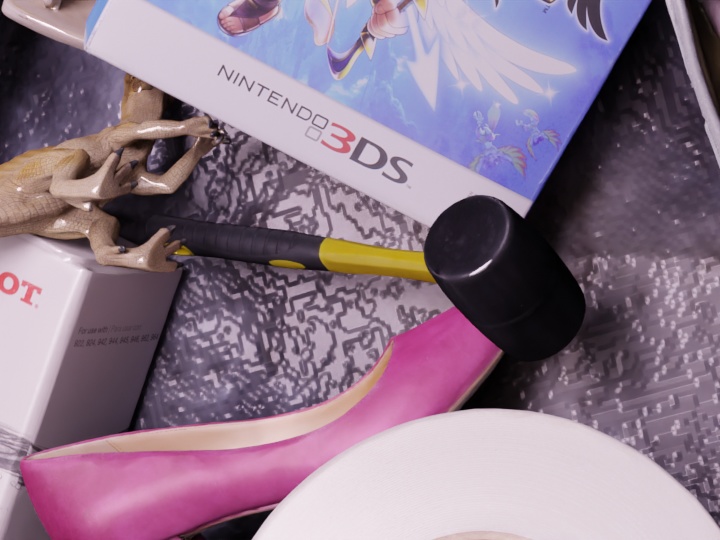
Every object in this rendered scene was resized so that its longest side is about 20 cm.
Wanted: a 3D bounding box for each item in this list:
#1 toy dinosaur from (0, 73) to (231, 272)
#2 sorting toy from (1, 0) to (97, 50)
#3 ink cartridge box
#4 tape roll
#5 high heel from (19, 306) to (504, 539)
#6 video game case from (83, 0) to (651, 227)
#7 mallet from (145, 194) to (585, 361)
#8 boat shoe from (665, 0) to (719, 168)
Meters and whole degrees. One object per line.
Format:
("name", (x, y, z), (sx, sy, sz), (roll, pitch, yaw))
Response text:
("toy dinosaur", (-0.119, -0.030, 1.182), (0.101, 0.200, 0.058), (13, 124, 42))
("sorting toy", (-0.013, -0.158, 1.171), (0.180, 0.107, 0.200), (26, 106, 9))
("ink cartridge box", (-0.179, 0.062, 1.258), (0.145, 0.084, 0.200), (25, 101, 25))
("tape roll", (0.044, 0.148, 1.058), (0.202, 0.037, 0.203), (-3, 71, 9))
("high heel", (-0.033, 0.052, 1.163), (0.200, 0.067, 0.096), (-40, 92, 6))
("video game case", (0.021, -0.130, 1.123), (0.181, 0.045, 0.200), (26, 105, -12))
("mallet", (0.000, 0.000, 1.159), (0.200, 0.066, 0.041), (3, 61, 46))
("boat shoe", (0.142, -0.087, 1.037), (0.074, 0.065, 0.202), (-19, 67, 26))
